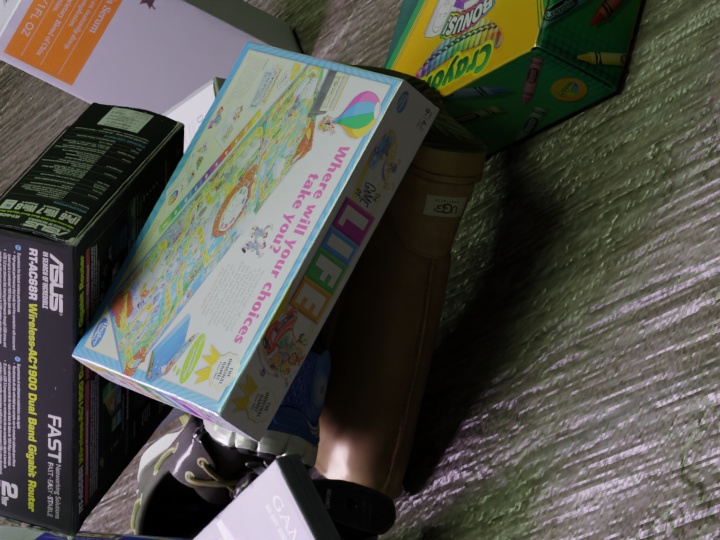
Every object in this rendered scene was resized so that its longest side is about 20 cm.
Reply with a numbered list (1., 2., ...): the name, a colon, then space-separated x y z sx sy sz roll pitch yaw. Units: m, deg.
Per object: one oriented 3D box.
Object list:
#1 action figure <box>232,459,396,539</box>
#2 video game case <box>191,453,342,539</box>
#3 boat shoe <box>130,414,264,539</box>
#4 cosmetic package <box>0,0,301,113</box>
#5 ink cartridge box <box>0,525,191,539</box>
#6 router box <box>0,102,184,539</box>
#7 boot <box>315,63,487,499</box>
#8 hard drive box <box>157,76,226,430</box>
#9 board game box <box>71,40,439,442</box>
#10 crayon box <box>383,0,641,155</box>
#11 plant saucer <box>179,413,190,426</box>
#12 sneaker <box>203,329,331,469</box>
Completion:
1. action figure: -0.038 0.164 1.635 0.200 0.069 0.131 150 118 -62
2. video game case: -0.053 0.202 1.578 0.200 0.019 0.143 -45 67 46
3. boat shoe: -0.084 0.115 1.806 0.202 0.072 0.060 -46 28 53
4. cosmetic package: -0.151 -0.160 2.088 0.102 0.200 0.071 -58 23 17
5. ink cartridge box: -0.190 0.173 1.737 0.200 0.197 0.044 63 -148 -86
6. router box: -0.157 0.027 1.700 0.150 0.062 0.201 -55 -27 -54
7. boot: 0.000 0.000 1.666 0.175 0.066 0.201 -125 46 -62
8. hard drive box: -0.112 -0.005 1.879 0.200 0.077 0.156 -30 62 41
9. board game box: -0.057 -0.019 1.592 0.134 0.034 0.200 19 76 48
10. crayon box: 0.085 -0.138 1.705 0.200 0.058 0.119 -25 45 59
11. plant saucer: -0.081 -0.022 1.980 0.200 0.048 0.200 -53 24 27
12. sneaker: -0.056 0.038 1.655 0.089 0.078 0.200 -69 25 8
